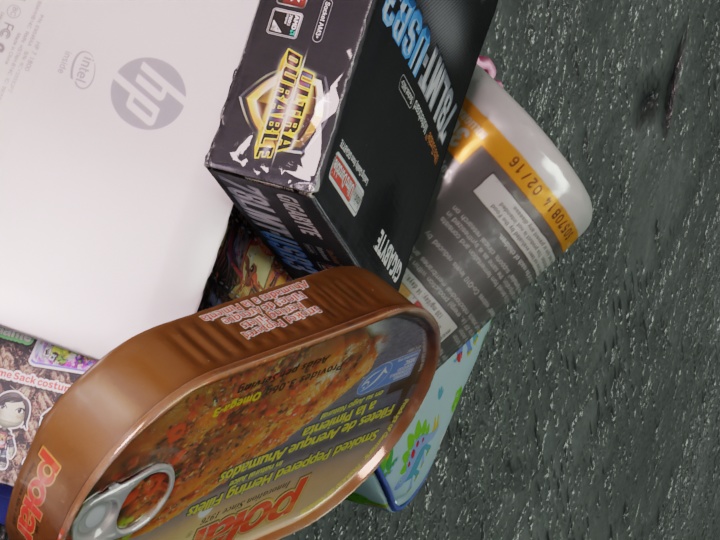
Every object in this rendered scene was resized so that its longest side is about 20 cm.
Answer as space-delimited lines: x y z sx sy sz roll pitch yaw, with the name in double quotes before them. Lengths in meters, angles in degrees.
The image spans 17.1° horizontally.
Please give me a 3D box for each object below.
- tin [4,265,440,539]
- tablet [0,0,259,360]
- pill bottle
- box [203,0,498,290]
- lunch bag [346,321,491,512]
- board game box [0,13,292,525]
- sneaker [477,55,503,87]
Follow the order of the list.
"tin" -0.048 0.061 0.884 0.200 0.042 0.112 -18 135 -49
"tablet" -0.099 -0.071 0.889 0.014 0.130 0.200 127 -18 -76
"pill bottle" 0.000 0.000 1.099 0.200 0.116 0.116 -43 153 -4
"box" 0.009 -0.099 0.935 0.200 0.050 0.199 57 49 -72
"lunch bag" 0.011 0.013 1.274 0.161 0.082 0.200 68 40 -58
"board game box" -0.097 0.009 0.974 0.159 0.097 0.200 51 55 -64
"sneaker" -0.005 -0.102 1.150 0.200 0.079 0.095 50 61 -37
